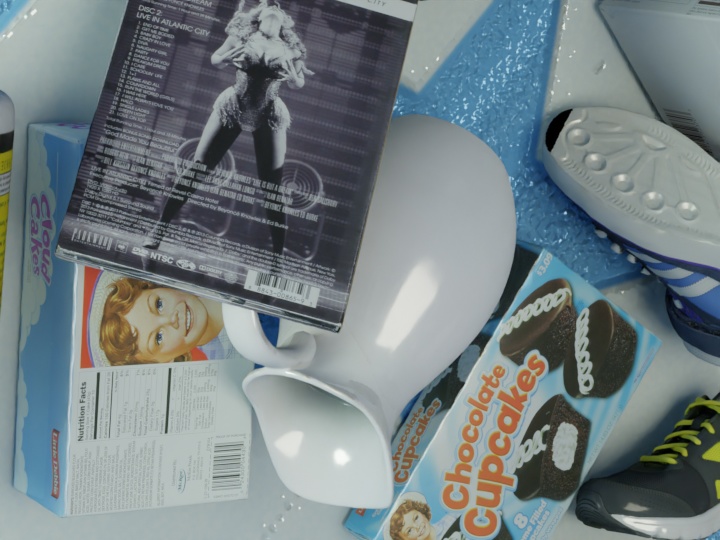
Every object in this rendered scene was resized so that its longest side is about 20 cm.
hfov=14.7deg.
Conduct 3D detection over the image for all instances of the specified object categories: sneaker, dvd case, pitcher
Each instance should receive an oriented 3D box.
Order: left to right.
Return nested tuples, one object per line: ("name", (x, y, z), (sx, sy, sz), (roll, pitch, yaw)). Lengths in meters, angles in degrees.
("dvd case", (-0.060, -0.077, 1.428), (0.148, 0.016, 0.201), (15, 65, -4))
("pitcher", (0.000, 0.000, 1.498), (0.201, 0.121, 0.172), (-64, 143, -31))
("sneaker", (0.188, -0.004, 1.676), (0.081, 0.199, 0.147), (-60, 172, -33))
("sneaker", (0.207, 0.116, 1.726), (0.199, 0.074, 0.085), (-6, 98, -41))

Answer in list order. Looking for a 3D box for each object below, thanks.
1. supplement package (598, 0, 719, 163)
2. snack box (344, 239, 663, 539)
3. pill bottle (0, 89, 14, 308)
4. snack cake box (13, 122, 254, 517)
("supplement package", (0.265, -0.108, 1.653), (0.111, 0.155, 0.200), (-44, 120, -20))
("snack box", (0.086, 0.096, 1.654), (0.116, 0.037, 0.201), (36, 81, -33))
("pill bottle", (-0.232, 0.007, 1.378), (0.112, 0.112, 0.201), (-1, 101, -33))
("snack cake box", (-0.118, 0.024, 1.485), (0.114, 0.067, 0.201), (-2, 102, -31))
